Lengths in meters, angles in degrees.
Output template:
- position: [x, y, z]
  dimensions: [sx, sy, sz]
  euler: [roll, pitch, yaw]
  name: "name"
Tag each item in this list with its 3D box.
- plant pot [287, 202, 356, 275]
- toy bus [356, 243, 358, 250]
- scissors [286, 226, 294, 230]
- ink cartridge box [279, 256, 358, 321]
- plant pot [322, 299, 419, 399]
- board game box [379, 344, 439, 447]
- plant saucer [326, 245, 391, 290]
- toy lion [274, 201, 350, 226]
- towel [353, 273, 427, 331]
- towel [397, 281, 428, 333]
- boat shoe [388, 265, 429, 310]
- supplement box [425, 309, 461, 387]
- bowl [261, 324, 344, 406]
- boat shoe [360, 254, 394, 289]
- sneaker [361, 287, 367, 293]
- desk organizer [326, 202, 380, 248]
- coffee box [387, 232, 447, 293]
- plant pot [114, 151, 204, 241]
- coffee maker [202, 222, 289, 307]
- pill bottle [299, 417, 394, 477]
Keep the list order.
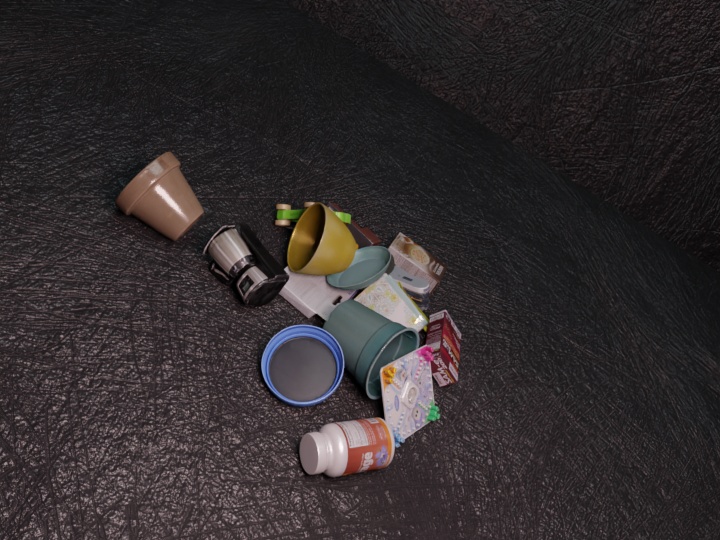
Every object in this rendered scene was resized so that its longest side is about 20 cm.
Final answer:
- position: [-0.095, -0.069, 1.669]
  dimensions: [0.140, 0.200, 0.202]
  euler: [22, 37, -30]
  name: "plant pot"
- position: [-0.074, -0.059, 1.825]
  dimensions: [0.197, 0.079, 0.066]
  euler: [21, 38, -17]
  name: "toy bus"
- position: [-0.135, -0.097, 1.871]
  dimensions: [0.196, 0.014, 0.075]
  euler: [4, 77, -15]
  name: "scissors"
- position: [-0.128, 0.050, 1.694]
  dimensions: [0.199, 0.041, 0.200]
  euler: [39, 36, 6]
  name: "ink cartridge box"
- position: [0.014, 0.185, 1.517]
  dimensions: [0.195, 0.203, 0.198]
  euler: [32, 32, 31]
  name: "plant pot"
- position: [0.129, 0.313, 1.496]
  dimensions: [0.198, 0.026, 0.204]
  euler: [-17, 104, -47]
  name: "board game box"
- position: [0.000, 0.000, 1.702]
  dimensions: [0.201, 0.196, 0.036]
  euler: [-69, 141, -53]
  name: "plant saucer"
- position: [-0.136, -0.163, 1.836]
  dimensions: [0.197, 0.070, 0.190]
  euler: [2, -1, 39]
  name: "toy lion"
- position: [0.067, 0.127, 1.665]
  dimensions: [0.201, 0.171, 0.048]
  euler: [50, 5, 25]
  name: "towel"
- position: [0.168, 0.120, 1.771]
  dimensions: [0.200, 0.018, 0.087]
  euler: [50, 19, -36]
  name: "towel"
- position: [0.132, 0.056, 1.869]
  dimensions: [0.070, 0.092, 0.199]
  euler: [-30, 40, -35]
  name: "boat shoe"
- position: [0.239, 0.223, 1.728]
  dimensions: [0.110, 0.060, 0.201]
  euler: [54, 30, -25]
  name: "supplement box"
- position: [-0.138, 0.229, 1.430]
  dimensions: [0.196, 0.040, 0.204]
  euler: [3, 57, -5]
  name: "bowl"
- position: [0.032, 0.003, 1.820]
  dimensions: [0.064, 0.076, 0.201]
  euler: [1, 25, 36]
  name: "boat shoe"
- position: [0.088, 0.109, 1.779]
  dimensions: [0.198, 0.071, 0.094]
  euler: [32, 24, -4]
  name: "sneaker"
- position: [-0.034, -0.132, 1.936]
  dimensions: [0.200, 0.072, 0.077]
  euler: [44, 24, 13]
  name: "desk organizer"
- position: [0.177, -0.020, 1.971]
  dimensions: [0.198, 0.080, 0.115]
  euler: [35, 37, 2]
  name: "coffee box"
- position: [-0.507, -0.180, 1.563]
  dimensions: [0.175, 0.199, 0.201]
  euler: [45, 35, -11]
  name: "plant pot"
- position: [-0.282, -0.021, 1.572]
  dimensions: [0.191, 0.135, 0.201]
  euler: [-28, 71, -43]
  name: "coffee maker"
- position: [-0.030, 0.394, 1.325]
  dimensions: [0.197, 0.113, 0.113]
  euler: [2, 46, -34]
  name: "pill bottle"
